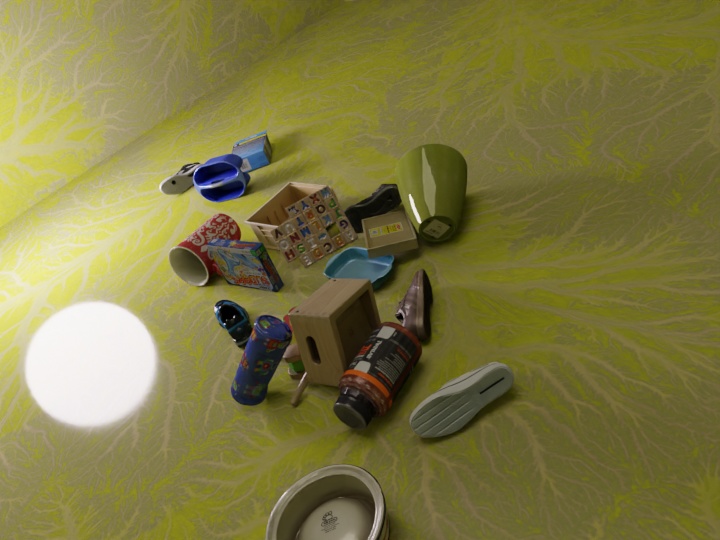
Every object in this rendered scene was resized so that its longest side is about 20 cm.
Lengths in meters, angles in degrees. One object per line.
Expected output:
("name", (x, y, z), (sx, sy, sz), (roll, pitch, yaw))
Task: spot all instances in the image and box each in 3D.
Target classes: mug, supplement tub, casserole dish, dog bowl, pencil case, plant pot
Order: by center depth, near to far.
("dog bowl", (-0.043, 0.405, 1.014), (0.198, 0.074, 0.201), (-18, 33, 12))
("supplement tub", (0.029, 0.198, 1.229), (0.106, 0.108, 0.200), (4, 42, 37))
("pencil case", (-0.200, 0.183, 1.338), (0.086, 0.201, 0.078), (4, 35, -34))
("casserole dish", (0.000, 0.000, 1.593), (0.199, 0.039, 0.121), (13, 48, 43))
("plant pot", (0.182, -0.173, 1.617), (0.185, 0.188, 0.201), (-14, 49, 16))
("mug", (-0.426, -0.054, 1.905), (0.133, 0.177, 0.200), (-46, 8, 44))

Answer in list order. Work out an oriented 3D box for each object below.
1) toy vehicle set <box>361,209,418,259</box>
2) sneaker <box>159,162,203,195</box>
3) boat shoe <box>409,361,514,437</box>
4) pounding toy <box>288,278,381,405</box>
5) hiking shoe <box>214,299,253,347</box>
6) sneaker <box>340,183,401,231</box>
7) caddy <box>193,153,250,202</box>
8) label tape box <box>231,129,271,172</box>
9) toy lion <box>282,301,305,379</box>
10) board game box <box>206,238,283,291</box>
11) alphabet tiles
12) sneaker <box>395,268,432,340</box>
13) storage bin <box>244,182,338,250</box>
("toy vehicle set", (0.070, -0.094, 1.647), (0.123, 0.027, 0.200), (-12, 26, 2))
("sneaker", (-0.691, -0.352, 2.527), (0.199, 0.074, 0.112), (-31, 29, -25))
("boat shoe", (0.175, 0.225, 1.146), (0.199, 0.074, 0.067), (-26, 5, -1))
("pounding toy", (-0.060, 0.146, 1.318), (0.141, 0.202, 0.184), (1, 26, 34))
("hiking shoe", (-0.314, 0.105, 1.605), (0.074, 0.087, 0.200), (-35, 34, -16))
("sneaker", (0.035, -0.173, 1.790), (0.199, 0.077, 0.114), (-32, 6, 20))
("caddy", (-0.477, -0.314, 2.259), (0.198, 0.142, 0.105), (-10, 30, 23))
("label tape box", (-0.409, -0.443, 2.469), (0.142, 0.067, 0.201), (-19, 30, 9))
("toy lion", (-0.117, 0.136, 1.466), (0.191, 0.069, 0.200), (-29, 32, -21))
("board game box", (-0.304, -0.016, 1.726), (0.199, 0.136, 0.035), (6, 42, 40))
("alphabet tiles", (-0.132, -0.111, 1.752), (0.199, 0.168, 0.008), (-30, -9, -8))
("sneaker", (0.108, 0.070, 1.392), (0.075, 0.071, 0.201), (-14, 34, 18))
("storage bin", (-0.187, -0.153, 1.882), (0.197, 0.094, 0.200), (11, 47, 43))
